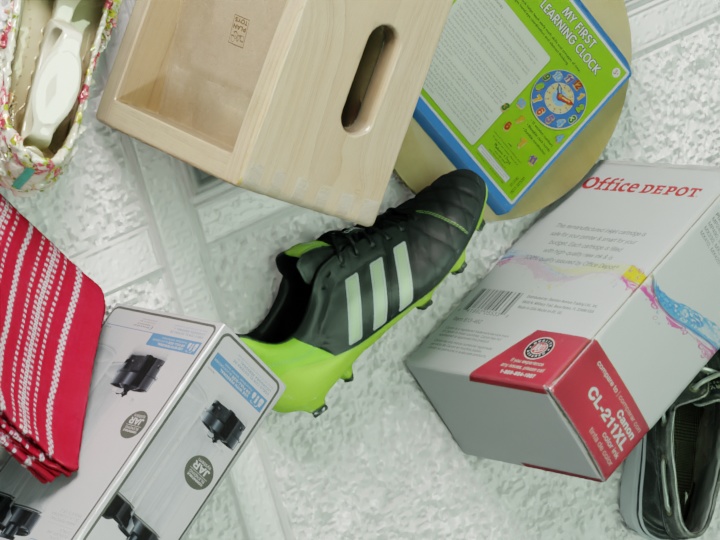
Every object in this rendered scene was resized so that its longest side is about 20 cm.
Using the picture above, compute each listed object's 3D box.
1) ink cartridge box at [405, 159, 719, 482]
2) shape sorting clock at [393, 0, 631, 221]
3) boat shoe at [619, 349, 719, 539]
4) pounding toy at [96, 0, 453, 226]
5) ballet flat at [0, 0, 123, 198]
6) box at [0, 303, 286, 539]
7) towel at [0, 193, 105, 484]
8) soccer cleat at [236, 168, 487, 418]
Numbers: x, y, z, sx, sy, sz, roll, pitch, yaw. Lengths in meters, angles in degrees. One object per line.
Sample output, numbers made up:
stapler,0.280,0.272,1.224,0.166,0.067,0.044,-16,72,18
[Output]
ink cartridge box,0.150,0.028,1.768,0.200,0.145,0.083,-46,118,-24
shape sorting clock,0.087,-0.131,1.778,0.199,0.039,0.201,-7,106,-26
boat shoe,0.223,0.083,1.869,0.072,0.071,0.201,4,91,-35
pounding toy,-0.017,-0.140,1.591,0.142,0.184,0.201,17,96,-40
ballet flat,-0.165,-0.139,1.573,0.075,0.064,0.201,11,81,-21
box,-0.144,0.120,1.584,0.060,0.116,0.200,46,69,-33
towel,-0.210,0.008,1.534,0.200,0.022,0.145,47,35,-37
soccer cleat,0.000,0.000,1.707,0.200,0.067,0.081,-47,115,-17
